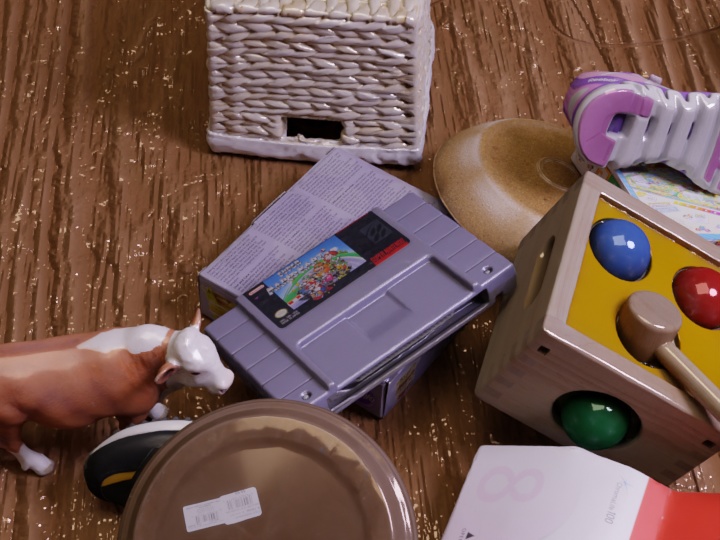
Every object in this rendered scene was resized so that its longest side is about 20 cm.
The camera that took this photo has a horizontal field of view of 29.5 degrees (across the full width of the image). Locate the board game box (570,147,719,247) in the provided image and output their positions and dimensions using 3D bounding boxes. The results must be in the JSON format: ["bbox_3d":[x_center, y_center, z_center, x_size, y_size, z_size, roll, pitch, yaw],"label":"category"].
[{"bbox_3d":[0.289,-0.058,1.133,0.199,0.034,0.135,1,45,-26],"label":"board game box"}]

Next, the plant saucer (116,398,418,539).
[{"bbox_3d":[-0.062,0.179,0.880,0.199,0.029,0.201,-1,74,5],"label":"plant saucer"}]

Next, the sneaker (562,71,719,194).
[{"bbox_3d":[0.246,-0.119,1.099,0.199,0.081,0.089,9,22,-22],"label":"sneaker"}]

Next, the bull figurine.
[{"bbox_3d":[-0.188,0.084,0.959,0.199,0.122,0.065,-2,47,-4],"label":"bull figurine"}]

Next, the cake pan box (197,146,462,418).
[{"bbox_3d":[0.000,0.000,1.095,0.184,0.052,0.200,28,52,20],"label":"cake pan box"}]

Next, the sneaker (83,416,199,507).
[{"bbox_3d":[-0.093,0.158,0.929,0.199,0.070,0.090,4,44,-1],"label":"sneaker"}]

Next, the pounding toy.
[{"bbox_3d":[0.201,0.057,0.958,0.184,0.142,0.201,29,50,-8],"label":"pounding toy"}]

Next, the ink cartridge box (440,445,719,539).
[{"bbox_3d":[0.143,0.186,0.873,0.199,0.057,0.163,-8,37,36],"label":"ink cartridge box"}]

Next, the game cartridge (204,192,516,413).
[{"bbox_3d":[-0.002,0.025,0.996,0.200,0.038,0.130,-34,49,-19],"label":"game cartridge"}]

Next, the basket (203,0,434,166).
[{"bbox_3d":[-0.032,-0.220,1.226,0.197,0.161,0.201,5,45,3],"label":"basket"}]

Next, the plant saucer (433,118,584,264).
[{"bbox_3d":[0.159,-0.068,1.134,0.199,0.036,0.201,14,40,-12],"label":"plant saucer"}]
